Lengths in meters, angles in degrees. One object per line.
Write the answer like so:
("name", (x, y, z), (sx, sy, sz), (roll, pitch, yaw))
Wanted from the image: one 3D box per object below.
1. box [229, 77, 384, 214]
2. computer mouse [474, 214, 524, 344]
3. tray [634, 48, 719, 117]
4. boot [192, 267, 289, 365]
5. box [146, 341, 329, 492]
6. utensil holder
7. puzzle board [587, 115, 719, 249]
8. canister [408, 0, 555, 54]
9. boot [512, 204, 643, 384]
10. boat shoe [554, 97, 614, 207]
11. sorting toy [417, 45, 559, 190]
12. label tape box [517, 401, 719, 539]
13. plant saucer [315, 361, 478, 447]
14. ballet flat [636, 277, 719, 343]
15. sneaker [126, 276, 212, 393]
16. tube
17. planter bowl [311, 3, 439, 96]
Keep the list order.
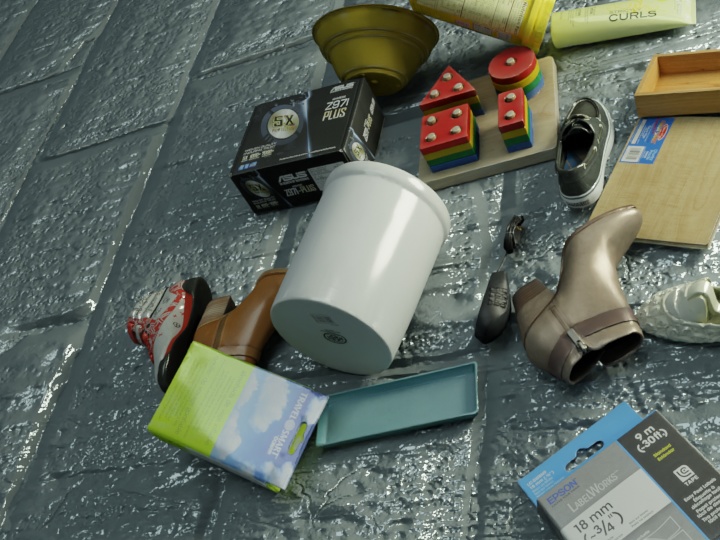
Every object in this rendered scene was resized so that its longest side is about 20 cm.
("box", (-0.078, -0.187, 1.445), (0.198, 0.086, 0.165), (-9, 46, 26))
("computer mouse", (0.173, 0.007, 1.129), (0.034, 0.059, 0.201), (13, 51, 13))
("tray", (0.450, -0.234, 1.180), (0.198, 0.037, 0.099), (3, 43, 34))
("boot", (-0.139, 0.086, 1.226), (0.198, 0.077, 0.157), (-16, 43, 23))
("box", (-0.140, 0.173, 1.126), (0.198, 0.048, 0.123), (18, 71, 24))
("utensil holder", (0.000, 0.000, 1.157), (0.168, 0.170, 0.202), (2, 54, 34))
("puzzle board", (0.370, -0.108, 1.135), (0.149, 0.017, 0.201), (8, 55, 39))
("canister", (0.174, -0.385, 1.368), (0.198, 0.149, 0.088), (19, 98, 6))
("boot", (0.258, 0.031, 1.031), (0.200, 0.070, 0.147), (-41, 38, 6))
("boat shoe", (0.280, -0.164, 1.207), (0.068, 0.057, 0.201), (-11, 40, 25))
("sorting toy", (0.170, -0.224, 1.333), (0.198, 0.070, 0.201), (-13, 45, 22))
("label tape box", (0.242, 0.206, 0.877), (0.143, 0.064, 0.200), (-35, 41, -3))
("plant saucer", (0.042, 0.157, 1.089), (0.197, 0.019, 0.071), (-15, 44, 20))
("ballet flat", (0.371, 0.035, 0.959), (0.198, 0.072, 0.072), (5, 53, 37))
("sneaker", (-0.272, 0.099, 1.311), (0.107, 0.068, 0.203), (-16, 40, 20))
("tube", (0.370, -0.356, 1.351), (0.197, 0.052, 0.059), (-3, 89, 24))
("planter bowl", (0.022, -0.323, 1.468), (0.198, 0.200, 0.085), (-5, 76, 28))
